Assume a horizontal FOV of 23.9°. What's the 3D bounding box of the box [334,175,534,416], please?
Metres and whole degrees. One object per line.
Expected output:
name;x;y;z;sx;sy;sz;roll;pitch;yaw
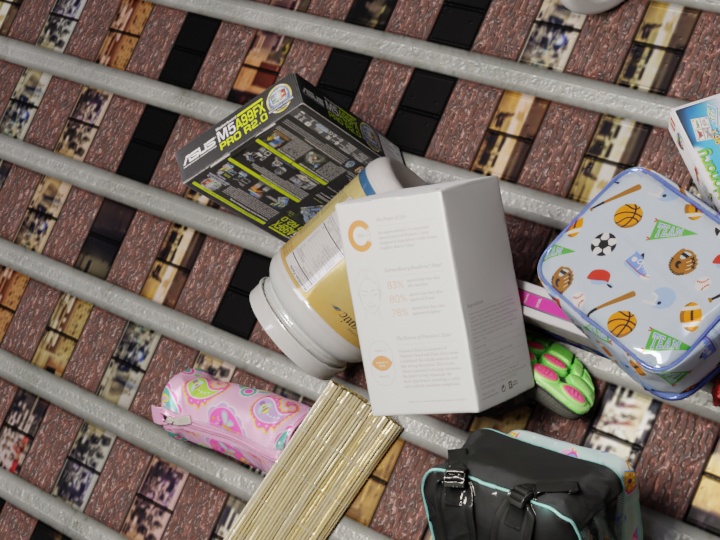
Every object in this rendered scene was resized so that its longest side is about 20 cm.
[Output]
box;0.068;0.024;1.551;0.124;0.097;0.201;-6;97;39

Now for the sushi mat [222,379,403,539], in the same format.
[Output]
sushi mat;-0.047;0.212;1.692;0.200;0.095;0.012;-56;20;4

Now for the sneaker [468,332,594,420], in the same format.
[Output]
sneaker;0.137;0.104;1.626;0.199;0.077;0.084;20;115;35

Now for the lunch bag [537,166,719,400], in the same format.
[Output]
lunch bag;0.260;0.008;1.449;0.160;0.076;0.200;-44;49;-3

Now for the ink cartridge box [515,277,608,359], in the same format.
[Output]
ink cartridge box;0.176;0.042;1.595;0.199;0.095;0.037;18;82;39

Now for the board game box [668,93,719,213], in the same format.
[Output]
board game box;0.369;-0.079;1.510;0.126;0.035;0.201;-17;58;-2

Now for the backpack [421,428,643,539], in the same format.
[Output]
backpack;0.155;0.246;1.478;0.175;0.153;0.201;11;115;37

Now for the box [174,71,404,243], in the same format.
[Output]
box;-0.069;-0.110;1.768;0.160;0.200;0.044;-31;55;23

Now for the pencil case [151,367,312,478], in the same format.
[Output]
pencil case;-0.123;0.161;1.768;0.199;0.087;0.088;15;80;37

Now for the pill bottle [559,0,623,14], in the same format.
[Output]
pill bottle;0.204;-0.360;1.732;0.111;0.111;0.200;-43;53;14

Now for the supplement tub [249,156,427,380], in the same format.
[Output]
supplement tub;0.000;0.000;1.709;0.200;0.144;0.145;-43;52;14

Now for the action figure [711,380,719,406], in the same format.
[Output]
action figure;0.336;0.083;1.479;0.065;0.099;0.201;-6;42;10
